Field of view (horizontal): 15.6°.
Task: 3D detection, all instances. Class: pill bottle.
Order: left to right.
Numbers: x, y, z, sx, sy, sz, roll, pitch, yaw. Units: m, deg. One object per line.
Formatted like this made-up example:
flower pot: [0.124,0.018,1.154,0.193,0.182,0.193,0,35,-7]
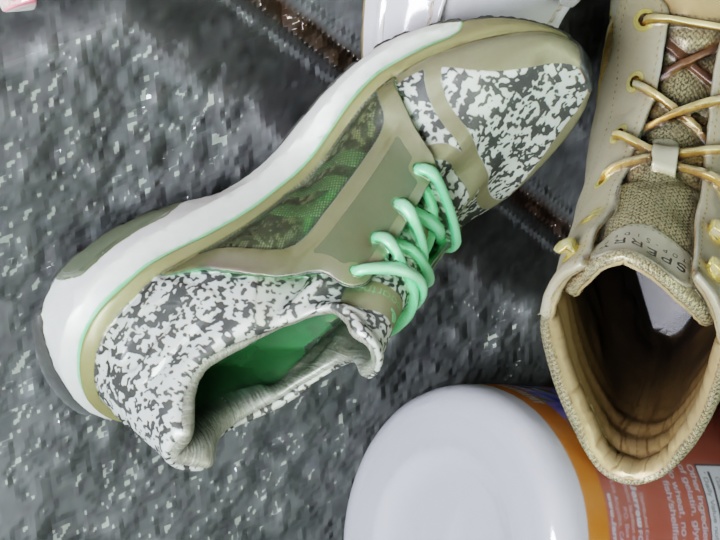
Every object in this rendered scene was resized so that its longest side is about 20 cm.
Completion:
pill bottle: [0.099,0.100,0.954,0.199,0.112,0.113,5,106,-44]

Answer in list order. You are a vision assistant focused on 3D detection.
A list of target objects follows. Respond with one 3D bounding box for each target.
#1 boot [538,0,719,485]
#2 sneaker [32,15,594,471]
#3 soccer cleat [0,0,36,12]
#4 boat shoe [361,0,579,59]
boot: [0.105,-0.046,0.875,0.156,0.072,0.201,-59,156,-58]
sneaker: [0.000,0.000,0.817,0.199,0.089,0.077,-36,135,-6]
soccer cleat: [-0.060,-0.123,0.757,0.199,0.067,0.077,-10,85,-32]
boat shoe: [0.059,-0.122,0.845,0.070,0.069,0.201,3,111,-44]
